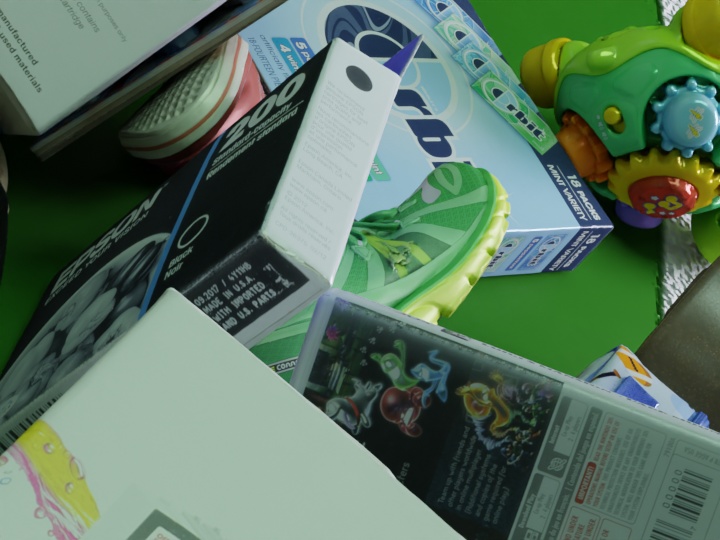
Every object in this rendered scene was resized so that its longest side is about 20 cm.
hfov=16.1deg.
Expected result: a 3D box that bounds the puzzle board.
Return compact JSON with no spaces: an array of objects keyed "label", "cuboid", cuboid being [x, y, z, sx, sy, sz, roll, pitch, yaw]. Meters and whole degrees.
[{"label":"puzzle board","cuboid":[-0.073,-0.126,1.210,0.017,0.151,0.200,54,19,-13]}]

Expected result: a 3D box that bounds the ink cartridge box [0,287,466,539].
[{"label":"ink cartridge box","cuboid":[-0.091,0.140,0.889,0.145,0.147,0.200,41,56,5]}]

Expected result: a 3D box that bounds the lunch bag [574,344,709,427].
[{"label":"lunch bag","cuboid":[0.067,0.119,1.098,0.076,0.160,0.200,44,34,5]}]

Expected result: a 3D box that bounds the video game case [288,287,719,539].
[{"label":"video game case","cuboid":[0.038,0.130,0.993,0.182,0.200,0.023,21,9,9]}]

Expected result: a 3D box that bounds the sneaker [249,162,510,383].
[{"label":"sneaker","cuboid":[0.000,0.000,1.109,0.084,0.074,0.200,44,43,-1]}]

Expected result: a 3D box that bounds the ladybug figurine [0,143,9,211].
[{"label":"ladybug figurine","cuboid":[-0.243,-0.064,1.085,0.200,0.072,0.136,32,35,-11]}]

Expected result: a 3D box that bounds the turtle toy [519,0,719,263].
[{"label":"turtle toy","cuboid":[0.187,-0.071,1.449,0.200,0.146,0.101,33,53,-41]}]

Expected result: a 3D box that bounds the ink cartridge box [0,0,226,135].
[{"label":"ink cartridge box","cuboid":[-0.101,-0.149,1.139,0.200,0.145,0.084,-37,104,-14]}]

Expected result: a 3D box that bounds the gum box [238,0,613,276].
[{"label":"gum box","cuboid":[0.019,-0.073,1.362,0.200,0.045,0.170,-5,55,-45]}]

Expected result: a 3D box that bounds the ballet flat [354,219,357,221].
[{"label":"ballet flat","cuboid":[-0.014,0.028,1.184,0.073,0.073,0.200,10,41,-36]}]

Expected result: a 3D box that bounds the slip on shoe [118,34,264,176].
[{"label":"slip on shoe","cuboid":[-0.069,-0.068,1.195,0.061,0.074,0.200,47,-1,-2]}]

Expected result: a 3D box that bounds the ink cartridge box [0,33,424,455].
[{"label":"ink cartridge box","cuboid":[-0.070,-0.011,1.081,0.043,0.198,0.200,43,33,-16]}]

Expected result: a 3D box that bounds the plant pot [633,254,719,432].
[{"label":"plant pot","cuboid":[0.222,0.097,1.254,0.198,0.200,0.200,39,35,10]}]

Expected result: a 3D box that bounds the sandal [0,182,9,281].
[{"label":"sandal","cuboid":[-0.172,-0.012,1.008,0.048,0.200,0.075,17,63,5]}]
